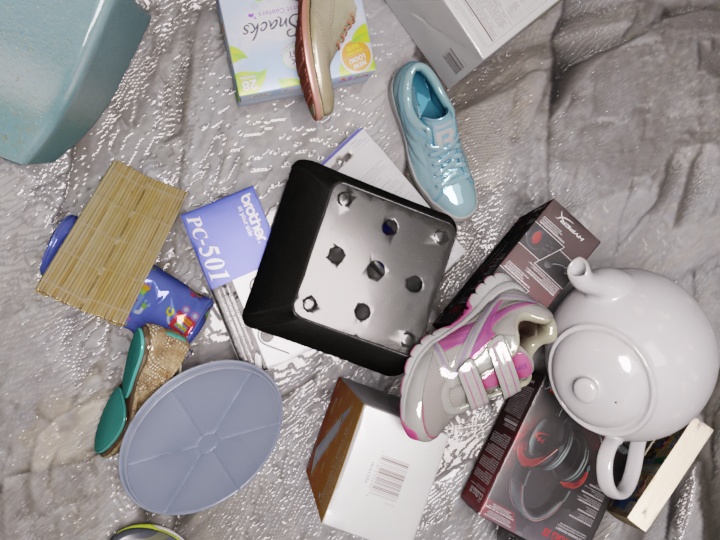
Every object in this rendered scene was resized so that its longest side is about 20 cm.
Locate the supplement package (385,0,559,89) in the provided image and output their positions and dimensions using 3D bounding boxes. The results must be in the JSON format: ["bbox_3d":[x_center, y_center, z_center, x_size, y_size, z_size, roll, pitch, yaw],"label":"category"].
[{"bbox_3d":[0.152,-0.345,0.908,0.199,0.152,0.152,-39,96,-7],"label":"supplement package"}]

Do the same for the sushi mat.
[{"bbox_3d":[-0.265,-0.034,0.853,0.094,0.012,0.202,26,49,-12],"label":"sushi mat"}]

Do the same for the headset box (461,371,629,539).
[{"bbox_3d":[0.227,0.246,0.955,0.147,0.075,0.203,29,86,-8],"label":"headset box"}]

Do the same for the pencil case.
[{"bbox_3d":[-0.264,0.023,0.883,0.198,0.078,0.088,33,97,-8],"label":"pencil case"}]

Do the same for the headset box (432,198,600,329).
[{"bbox_3d":[0.168,0.026,0.913,0.075,0.149,0.201,40,85,1],"label":"headset box"}]

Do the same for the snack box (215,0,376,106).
[{"bbox_3d":[-0.083,-0.311,0.915,0.165,0.068,0.204,-13,94,-9],"label":"snack box"}]

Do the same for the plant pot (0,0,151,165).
[{"bbox_3d":[-0.355,-0.223,0.818,0.192,0.196,0.204,21,97,-8],"label":"plant pot"}]

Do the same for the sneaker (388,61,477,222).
[{"bbox_3d":[0.089,-0.152,0.935,0.073,0.082,0.203,-27,94,-7],"label":"sneaker"}]

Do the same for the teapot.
[{"bbox_3d":[0.269,0.105,0.829,0.200,0.199,0.145,46,43,19],"label":"teapot"}]

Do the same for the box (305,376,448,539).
[{"bbox_3d":[0.011,0.204,0.865,0.096,0.200,0.127,20,87,-8],"label":"box"}]

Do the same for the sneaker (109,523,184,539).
[{"bbox_3d":[-0.203,0.362,0.892,0.198,0.081,0.075,35,85,-7],"label":"sneaker"}]

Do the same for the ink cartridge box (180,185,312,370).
[{"bbox_3d":[-0.131,0.014,0.920,0.093,0.044,0.203,-23,94,-10],"label":"ink cartridge box"}]

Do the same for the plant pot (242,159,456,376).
[{"bbox_3d":[0.000,0.000,0.834,0.196,0.177,0.203,20,87,-11],"label":"plant pot"}]

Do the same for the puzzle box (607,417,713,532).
[{"bbox_3d":[0.344,0.237,0.922,0.025,0.200,0.134,35,84,15],"label":"puzzle box"}]

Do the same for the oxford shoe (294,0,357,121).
[{"bbox_3d":[-0.036,-0.267,0.855,0.072,0.071,0.205,-4,92,-13],"label":"oxford shoe"}]

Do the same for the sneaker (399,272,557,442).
[{"bbox_3d":[0.116,0.087,0.755,0.200,0.087,0.082,-47,130,-20],"label":"sneaker"}]

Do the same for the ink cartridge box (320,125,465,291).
[{"bbox_3d":[0.028,-0.065,0.949,0.099,0.039,0.201,-41,97,-6],"label":"ink cartridge box"}]

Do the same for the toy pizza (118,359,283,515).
[{"bbox_3d":[-0.177,0.185,0.881,0.197,0.032,0.204,-19,126,-29],"label":"toy pizza"}]

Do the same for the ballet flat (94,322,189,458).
[{"bbox_3d":[-0.237,0.140,0.863,0.064,0.071,0.201,8,132,-31],"label":"ballet flat"}]
